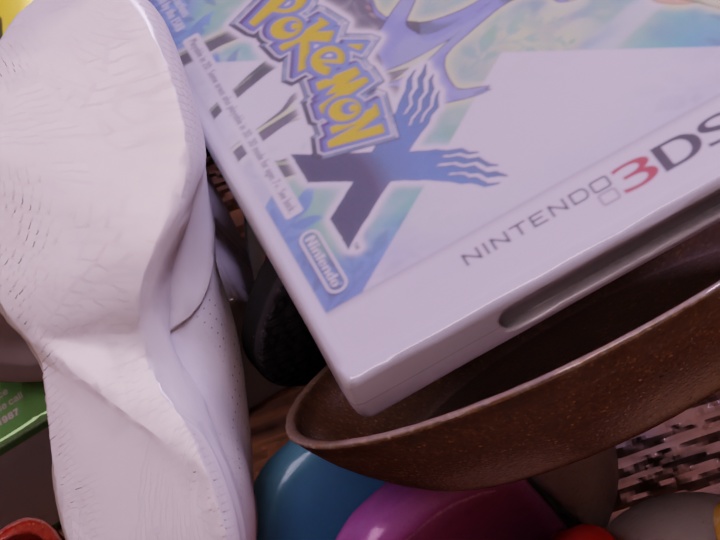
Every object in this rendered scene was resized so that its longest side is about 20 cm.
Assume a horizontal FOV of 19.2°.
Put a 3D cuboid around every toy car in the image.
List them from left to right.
[{"bbox_3d":[0.039,0.119,0.707,0.200,0.150,0.175,36,83,30],"label":"toy car"}]

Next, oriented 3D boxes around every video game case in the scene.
[{"bbox_3d":[0.039,-0.069,0.659,0.182,0.022,0.200,-29,48,-3],"label":"video game case"}]

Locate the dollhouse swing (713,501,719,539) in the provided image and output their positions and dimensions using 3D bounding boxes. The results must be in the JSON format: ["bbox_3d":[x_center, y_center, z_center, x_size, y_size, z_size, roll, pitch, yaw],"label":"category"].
[{"bbox_3d":[0.231,0.053,0.657,0.200,0.182,0.176,-29,36,34],"label":"dollhouse swing"}]

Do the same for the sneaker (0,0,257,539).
[{"bbox_3d":[-0.071,0.010,0.678,0.075,0.088,0.201,-9,88,14],"label":"sneaker"}]

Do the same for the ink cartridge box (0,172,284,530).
[{"bbox_3d":[-0.132,-0.012,0.871,0.146,0.084,0.200,-32,60,4],"label":"ink cartridge box"}]

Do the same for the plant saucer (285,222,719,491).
[{"bbox_3d":[0.073,0.015,0.646,0.200,0.200,0.037,-28,100,7],"label":"plant saucer"}]

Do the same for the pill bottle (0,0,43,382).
[{"bbox_3d":[-0.125,-0.070,0.783,0.111,0.111,0.200,-17,61,13],"label":"pill bottle"}]

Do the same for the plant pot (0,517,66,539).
[{"bbox_3d":[-0.096,0.237,0.689,0.200,0.176,0.200,-39,58,0],"label":"plant pot"}]

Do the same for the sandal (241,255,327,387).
[{"bbox_3d":[0.000,0.000,0.750,0.075,0.200,0.045,-46,75,12],"label":"sandal"}]

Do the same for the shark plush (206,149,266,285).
[{"bbox_3d":[-0.031,-0.064,0.842,0.091,0.083,0.200,-8,40,-7],"label":"shark plush"}]
